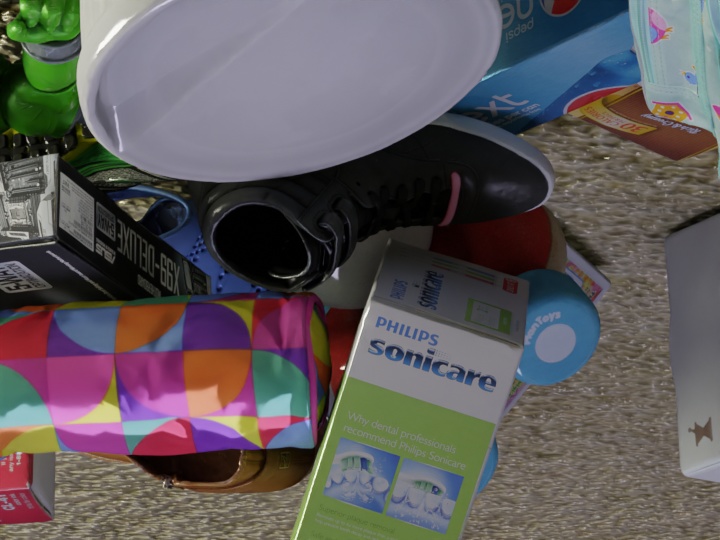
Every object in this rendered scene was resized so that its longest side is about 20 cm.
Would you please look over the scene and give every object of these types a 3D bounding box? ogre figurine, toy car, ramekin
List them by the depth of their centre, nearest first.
[{"bbox_3d":[-0.040,-0.130,1.178,0.201,0.095,0.203,-12,156,-6],"label":"ramekin"},{"bbox_3d":[-0.219,-0.106,1.269,0.199,0.099,0.120,-16,147,5],"label":"ogre figurine"},{"bbox_3d":[0.000,0.000,1.437,0.200,0.185,0.177,31,105,-31],"label":"toy car"}]

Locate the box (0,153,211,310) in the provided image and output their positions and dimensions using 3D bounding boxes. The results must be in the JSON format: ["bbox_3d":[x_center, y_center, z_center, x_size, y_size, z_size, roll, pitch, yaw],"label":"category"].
[{"bbox_3d":[-0.188,0.004,1.344,0.157,0.050,0.200,-8,159,17],"label":"box"}]

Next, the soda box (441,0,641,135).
[{"bbox_3d":[0.101,-0.124,1.295,0.068,0.065,0.199,16,154,-40],"label":"soda box"}]

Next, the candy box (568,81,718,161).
[{"bbox_3d":[0.211,-0.122,1.326,0.199,0.057,0.116,-18,155,39],"label":"candy box"}]

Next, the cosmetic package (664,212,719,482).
[{"bbox_3d":[0.325,0.049,1.634,0.199,0.168,0.166,12,157,-35],"label":"cosmetic package"}]

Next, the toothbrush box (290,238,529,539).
[{"bbox_3d":[0.019,0.101,1.321,0.086,0.201,0.146,16,-167,1],"label":"toothbrush box"}]

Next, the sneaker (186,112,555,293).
[{"bbox_3d":[0.004,-0.029,1.293,0.199,0.100,0.071,6,132,-8],"label":"sneaker"}]

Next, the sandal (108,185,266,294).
[{"bbox_3d":[-0.121,-0.017,1.550,0.199,0.080,0.087,8,154,-29],"label":"sandal"}]

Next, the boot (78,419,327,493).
[{"bbox_3d":[-0.124,0.082,1.424,0.199,0.074,0.155,6,-177,17],"label":"boot"}]

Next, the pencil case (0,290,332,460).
[{"bbox_3d":[-0.112,0.055,1.293,0.199,0.089,0.088,-3,160,8],"label":"pencil case"}]

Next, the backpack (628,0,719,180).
[{"bbox_3d":[0.205,-0.142,1.101,0.153,0.176,0.200,24,154,18],"label":"backpack"}]

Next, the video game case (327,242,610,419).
[{"bbox_3d":[0.065,0.053,1.649,0.200,0.024,0.182,-51,149,2],"label":"video game case"}]

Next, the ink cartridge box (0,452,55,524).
[{"bbox_3d":[-0.312,0.099,1.735,0.199,0.149,0.086,-4,160,3],"label":"ink cartridge box"}]

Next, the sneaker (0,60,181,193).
[{"bbox_3d":[-0.119,-0.083,1.391,0.199,0.079,0.085,0,168,20],"label":"sneaker"}]
